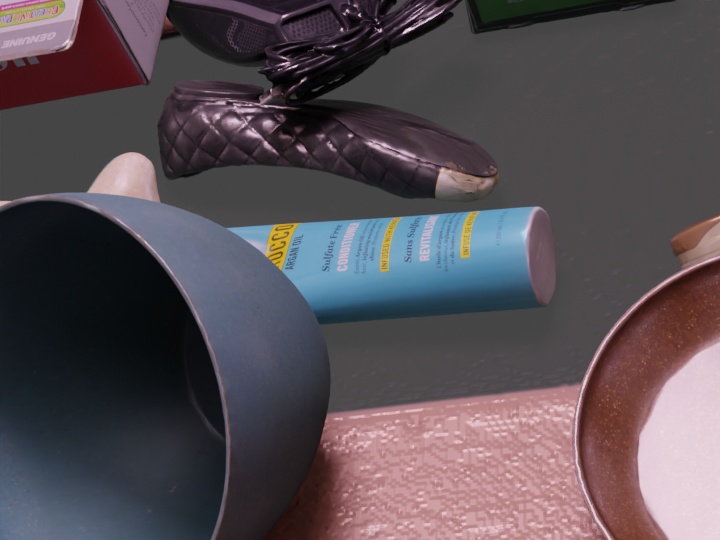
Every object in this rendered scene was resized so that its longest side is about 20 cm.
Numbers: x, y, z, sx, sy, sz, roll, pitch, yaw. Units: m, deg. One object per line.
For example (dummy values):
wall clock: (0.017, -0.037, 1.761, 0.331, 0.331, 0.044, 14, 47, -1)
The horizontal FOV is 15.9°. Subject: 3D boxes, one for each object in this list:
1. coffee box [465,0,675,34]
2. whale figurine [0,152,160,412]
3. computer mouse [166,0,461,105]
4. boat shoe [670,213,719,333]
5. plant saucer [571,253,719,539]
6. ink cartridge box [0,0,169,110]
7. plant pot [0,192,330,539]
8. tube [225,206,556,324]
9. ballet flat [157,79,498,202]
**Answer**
coffee box: (0.117, -0.226, 1.499, 0.123, 0.044, 0.200, -8, 45, 11)
whale figurine: (-0.188, 0.013, 1.327, 0.200, 0.159, 0.104, -28, 4, -18)
computer mouse: (-0.042, -0.138, 1.445, 0.138, 0.053, 0.200, -29, 33, -27)
boat shoe: (0.254, -0.023, 1.257, 0.199, 0.072, 0.065, -20, 85, -3)
plant saucer: (0.198, 0.079, 1.176, 0.200, 0.037, 0.201, -6, 55, 9)
ink cartridge box: (-0.215, -0.145, 1.438, 0.199, 0.084, 0.176, -8, 48, 21)
plant pot: (-0.092, 0.054, 1.220, 0.200, 0.201, 0.135, 24, 24, 34)
tube: (0.000, 0.000, 1.327, 0.199, 0.050, 0.078, -5, 39, 20)
ballet flat: (-0.017, -0.062, 1.395, 0.199, 0.057, 0.066, 12, 18, 23)
